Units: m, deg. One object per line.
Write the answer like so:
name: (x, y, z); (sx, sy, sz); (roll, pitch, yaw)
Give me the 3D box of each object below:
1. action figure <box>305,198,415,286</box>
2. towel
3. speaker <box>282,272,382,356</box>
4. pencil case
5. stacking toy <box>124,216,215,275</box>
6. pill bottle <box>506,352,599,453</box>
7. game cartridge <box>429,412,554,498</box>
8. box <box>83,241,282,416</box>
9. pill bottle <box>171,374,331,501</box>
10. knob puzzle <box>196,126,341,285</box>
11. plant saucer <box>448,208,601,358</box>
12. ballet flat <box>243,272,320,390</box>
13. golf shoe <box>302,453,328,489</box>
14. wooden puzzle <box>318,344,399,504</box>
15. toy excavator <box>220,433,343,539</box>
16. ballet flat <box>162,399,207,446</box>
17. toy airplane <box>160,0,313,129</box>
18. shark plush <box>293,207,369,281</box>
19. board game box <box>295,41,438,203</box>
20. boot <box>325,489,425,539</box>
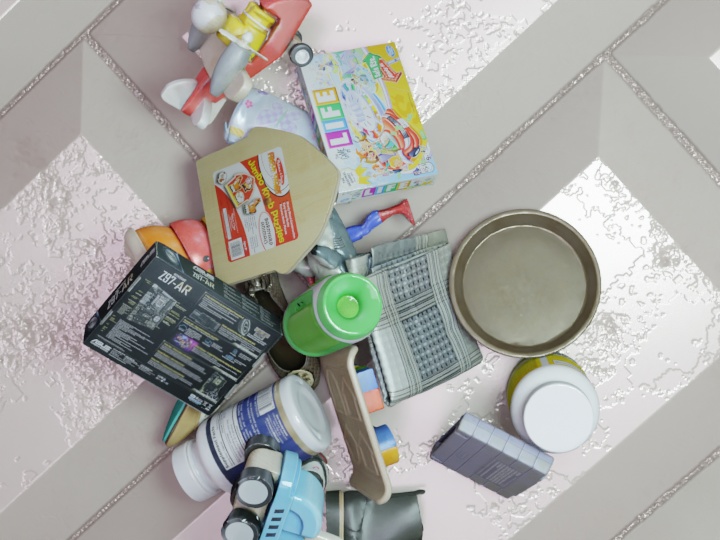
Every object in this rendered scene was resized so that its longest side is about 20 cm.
action figure: (-0.018, -0.019, 1.669); (0.200, 0.065, 0.099); (-17, 94, 4)
towel: (0.076, 0.054, 1.620); (0.035, 0.192, 0.200); (-14, 94, 48)
speaker: (-0.038, 0.056, 1.538); (0.088, 0.200, 0.089); (3, 79, -17)
pencil case: (-0.079, -0.164, 1.652); (0.200, 0.083, 0.091); (28, 72, 3)
stacking toy: (-0.202, -0.030, 1.665); (0.200, 0.146, 0.146); (-29, 92, -10)
pill bottle: (0.245, 0.170, 1.594); (0.112, 0.200, 0.113); (0, 94, 5)
game cartridge: (0.168, 0.241, 1.613); (0.129, 0.200, 0.038); (24, 70, 0)
box: (-0.225, 0.077, 1.590); (0.200, 0.044, 0.160); (33, 111, -24)
pill bottle: (-0.149, 0.231, 1.669); (0.200, 0.111, 0.111); (-29, 92, 15)
knob puzzle: (-0.108, -0.089, 1.590); (0.219, 0.030, 0.220); (-5, 80, 28)
plant saucer: (0.217, 0.018, 1.650); (0.200, 0.029, 0.200); (-1, 79, 3)
ballet flat: (-0.108, 0.082, 1.674); (0.067, 0.046, 0.200); (-16, 108, 10)
golf shoe: (-0.105, 0.339, 1.688); (0.073, 0.092, 0.200); (23, 98, -4)
wooden puzzle: (0.002, 0.191, 1.630); (0.046, 0.185, 0.200); (-13, 92, -13)
toy excavator: (-0.076, 0.330, 1.593); (0.200, 0.100, 0.195); (17, 113, -4)
ballet flat: (-0.209, 0.155, 1.698); (0.063, 0.069, 0.200); (20, 97, -11)
toy airplane: (-0.175, -0.278, 1.578); (0.200, 0.199, 0.141); (-4, 137, 39)
shark plush: (0.000, 0.000, 1.609); (0.200, 0.091, 0.083); (39, 64, -2)
board game box: (0.007, -0.193, 1.613); (0.134, 0.034, 0.200); (-13, 70, -13)
boot: (0.027, 0.396, 1.695); (0.138, 0.077, 0.200); (-4, 95, 0)
